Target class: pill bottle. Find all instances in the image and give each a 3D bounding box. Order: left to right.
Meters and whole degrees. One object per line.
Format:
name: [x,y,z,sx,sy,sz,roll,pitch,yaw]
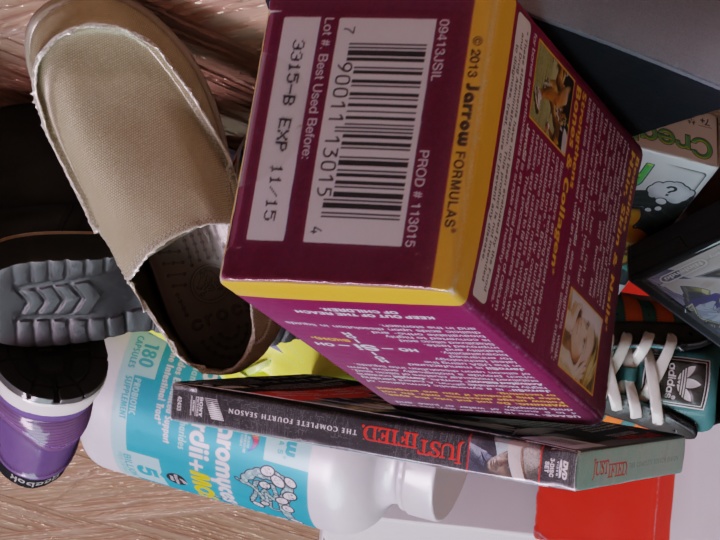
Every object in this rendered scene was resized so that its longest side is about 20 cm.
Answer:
pill bottle: [-0.042,0.075,1.556,0.200,0.111,0.111,14,166,18]

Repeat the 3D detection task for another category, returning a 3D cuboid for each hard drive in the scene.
hard drive: [0.068,-0.103,1.226,0.200,0.042,0.135,17,161,-32]

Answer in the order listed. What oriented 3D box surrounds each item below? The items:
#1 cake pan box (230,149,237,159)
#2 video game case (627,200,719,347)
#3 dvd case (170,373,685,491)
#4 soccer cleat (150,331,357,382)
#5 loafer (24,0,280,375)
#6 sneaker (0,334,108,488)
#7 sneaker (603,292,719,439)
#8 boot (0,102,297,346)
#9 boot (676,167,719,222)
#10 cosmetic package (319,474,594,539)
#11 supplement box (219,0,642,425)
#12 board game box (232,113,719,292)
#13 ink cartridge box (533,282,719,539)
cake pan box: [0.000,0.000,1.543,0.200,0.052,0.184,14,164,16]
video game case: [0.259,0.000,1.368,0.200,0.026,0.181,-28,134,33]
dvd case: [0.033,0.072,1.340,0.200,0.022,0.146,7,-178,24]
soccer cleat: [-0.050,0.039,1.478,0.200,0.084,0.065,15,166,18]
loafer: [-0.087,-0.036,1.318,0.076,0.200,0.068,-27,-158,4]
sneaker: [-0.173,0.022,1.473,0.076,0.200,0.088,6,133,-12]
sneaker: [0.134,0.044,1.450,0.200,0.071,0.080,2,-168,-44]
boot: [-0.099,-0.034,1.438,0.200,0.138,0.078,2,131,-18]
boot: [0.185,-0.001,1.483,0.200,0.069,0.188,-8,158,44]
cosmetic package: [0.079,0.129,1.652,0.200,0.085,0.108,8,156,-3]
supplement box: [0.035,-0.025,1.201,0.103,0.131,0.200,2,163,23]
board game box: [0.051,-0.049,1.360,0.200,0.035,0.126,13,144,-15]
ink cartridge box: [0.188,0.067,1.550,0.200,0.162,0.050,2,168,20]
